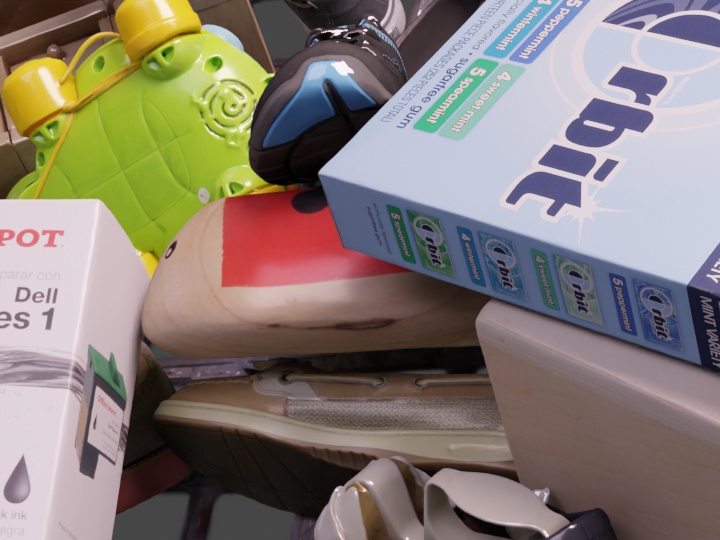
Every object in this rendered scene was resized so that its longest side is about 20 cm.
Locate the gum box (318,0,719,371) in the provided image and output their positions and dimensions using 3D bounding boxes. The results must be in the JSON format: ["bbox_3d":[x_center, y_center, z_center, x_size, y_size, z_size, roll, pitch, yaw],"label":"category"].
[{"bbox_3d":[0.112,-0.051,0.800,0.199,0.045,0.170,17,51,36],"label":"gum box"}]

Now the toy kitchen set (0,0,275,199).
[{"bbox_3d":[-0.174,-0.169,1.103,0.199,0.181,0.164,-21,50,0],"label":"toy kitchen set"}]

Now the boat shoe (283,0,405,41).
[{"bbox_3d":[-0.040,-0.187,1.144,0.069,0.057,0.200,-40,47,-2],"label":"boat shoe"}]

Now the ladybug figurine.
[{"bbox_3d":[0.000,0.000,0.922,0.198,0.136,0.073,-3,88,1],"label":"ladybug figurine"}]

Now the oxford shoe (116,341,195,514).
[{"bbox_3d":[-0.176,0.095,0.962,0.199,0.075,0.070,-24,15,-20],"label":"oxford shoe"}]

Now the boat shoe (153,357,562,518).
[{"bbox_3d":[0.003,0.069,0.923,0.199,0.073,0.063,2,54,28],"label":"boat shoe"}]

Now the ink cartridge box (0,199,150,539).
[{"bbox_3d":[-0.180,0.072,0.888,0.145,0.084,0.201,0,64,11],"label":"ink cartridge box"}]

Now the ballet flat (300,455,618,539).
[{"bbox_3d":[0.032,0.110,0.848,0.199,0.073,0.073,3,58,49],"label":"ballet flat"}]

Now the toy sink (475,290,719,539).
[{"bbox_3d":[0.165,0.017,0.825,0.130,0.113,0.200,23,56,38],"label":"toy sink"}]

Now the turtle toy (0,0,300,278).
[{"bbox_3d":[-0.111,-0.049,1.045,0.199,0.101,0.147,-28,87,24],"label":"turtle toy"}]

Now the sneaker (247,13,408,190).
[{"bbox_3d":[-0.013,-0.079,0.936,0.073,0.200,0.083,-5,82,2],"label":"sneaker"}]

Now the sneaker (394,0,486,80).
[{"bbox_3d":[0.067,-0.157,1.025,0.200,0.106,0.075,-40,47,-2],"label":"sneaker"}]
